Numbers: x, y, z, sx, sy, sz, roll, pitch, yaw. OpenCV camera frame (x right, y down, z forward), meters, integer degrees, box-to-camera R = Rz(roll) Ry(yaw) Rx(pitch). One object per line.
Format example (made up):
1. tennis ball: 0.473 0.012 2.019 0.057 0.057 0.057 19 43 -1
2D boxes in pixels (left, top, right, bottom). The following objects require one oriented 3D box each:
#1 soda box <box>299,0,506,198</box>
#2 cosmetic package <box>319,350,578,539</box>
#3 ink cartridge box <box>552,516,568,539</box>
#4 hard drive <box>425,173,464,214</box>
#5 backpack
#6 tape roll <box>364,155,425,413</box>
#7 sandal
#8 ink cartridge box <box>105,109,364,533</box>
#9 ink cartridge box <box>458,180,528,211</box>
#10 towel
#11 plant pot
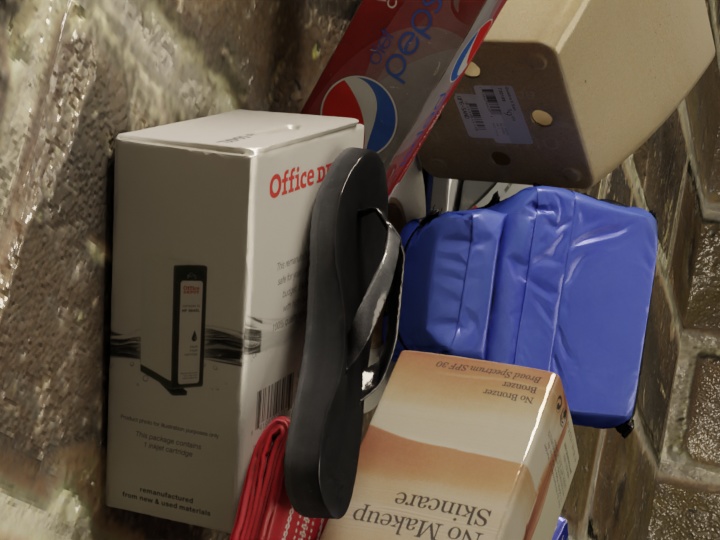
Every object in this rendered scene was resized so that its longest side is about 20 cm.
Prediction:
1. soda box: 0.024 -0.127 0.995 0.200 0.070 0.063 -59 170 22
2. cosmetic package: 0.041 0.151 0.888 0.087 0.103 0.200 70 35 -47
3. ink cartridge box: 0.082 0.233 1.097 0.137 0.076 0.200 -59 156 -23
4. hard drive: 0.086 -0.098 1.380 0.132 0.025 0.201 -17 113 -70
5. backpack: 0.101 0.020 1.152 0.200 0.167 0.163 164 -58 -75
6. tape roll: 0.000 0.000 1.149 0.203 0.037 0.204 7 90 -71
7. sandal: 0.000 0.032 0.851 0.076 0.043 0.201 51 41 -61
8. ink cartridge box: -0.066 0.019 0.883 0.146 0.084 0.201 -25 121 -65
9. ink cartridge box: 0.124 -0.052 1.398 0.163 0.057 0.201 42 53 -68
10. towel: -0.027 0.168 0.892 0.200 0.022 0.145 43 60 -63
11. plant pot: 0.118 -0.170 1.163 0.177 0.199 0.200 -61 144 -33
